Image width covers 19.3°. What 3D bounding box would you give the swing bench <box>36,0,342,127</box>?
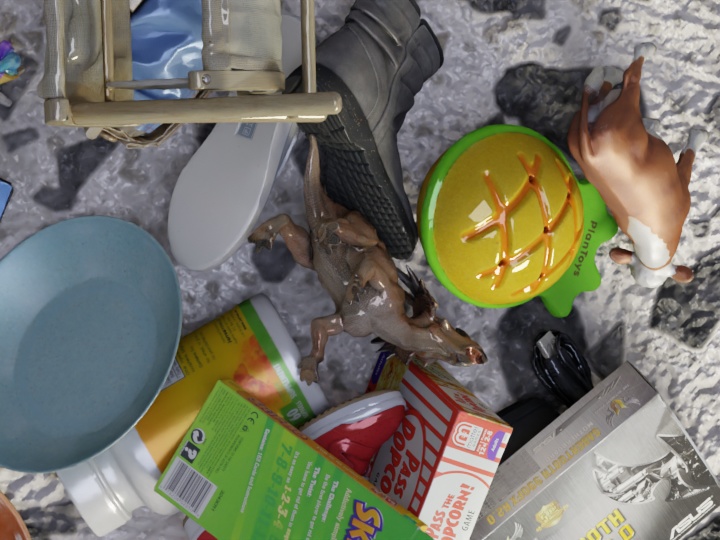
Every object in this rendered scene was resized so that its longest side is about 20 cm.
[{"bbox_3d":[-0.118,-0.198,1.414,0.198,0.130,0.201,-1,91,-6],"label":"swing bench"}]

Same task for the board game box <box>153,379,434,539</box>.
[{"bbox_3d":[-0.044,0.171,1.486,0.199,0.030,0.096,35,101,19],"label":"board game box"}]

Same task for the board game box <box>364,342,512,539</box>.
[{"bbox_3d":[0.037,0.152,1.568,0.046,0.200,0.153,19,96,-18],"label":"board game box"}]

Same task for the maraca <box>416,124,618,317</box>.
[{"bbox_3d":[0.121,-0.035,1.598,0.199,0.107,0.138,18,94,-40],"label":"maraca"}]

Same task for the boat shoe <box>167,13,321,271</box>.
[{"bbox_3d":[-0.081,-0.092,1.577,0.071,0.068,0.202,17,89,22],"label":"boat shoe"}]

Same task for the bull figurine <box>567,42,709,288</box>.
[{"bbox_3d":[0.213,-0.076,1.599,0.200,0.065,0.122,53,47,-50],"label":"bull figurine"}]

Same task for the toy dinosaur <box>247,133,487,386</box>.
[{"bbox_3d":[0.000,0.000,1.558,0.086,0.135,0.201,-28,84,33],"label":"toy dinosaur"}]

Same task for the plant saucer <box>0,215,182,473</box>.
[{"bbox_3d":[-0.208,0.058,1.550,0.201,0.201,0.039,-46,145,1],"label":"plant saucer"}]

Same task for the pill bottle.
[{"bbox_3d":[-0.129,0.113,1.581,0.199,0.111,0.112,-31,103,-3],"label":"pill bottle"}]

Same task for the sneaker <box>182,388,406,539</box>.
[{"bbox_3d":[-0.029,0.179,1.550,0.200,0.071,0.113,-37,65,17],"label":"sneaker"}]

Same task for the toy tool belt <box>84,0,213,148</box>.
[{"bbox_3d":[-0.139,-0.181,1.523,0.125,0.123,0.201,36,92,-13],"label":"toy tool belt"}]

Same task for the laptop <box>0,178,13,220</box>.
[{"bbox_3d":[-0.376,0.006,1.523,0.186,0.201,0.116,23,136,-12],"label":"laptop"}]

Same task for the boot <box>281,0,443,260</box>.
[{"bbox_3d":[0.025,-0.114,1.583,0.132,0.069,0.201,-53,141,-29],"label":"boot"}]

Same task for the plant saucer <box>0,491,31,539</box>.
[{"bbox_3d":[-0.336,0.240,1.578,0.199,0.032,0.202,3,84,-32],"label":"plant saucer"}]

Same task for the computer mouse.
[{"bbox_3d":[0.112,0.151,1.656,0.199,0.053,0.139,-32,104,-3],"label":"computer mouse"}]

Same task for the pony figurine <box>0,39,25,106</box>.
[{"bbox_3d":[-0.341,-0.154,1.486,0.199,0.166,0.194,-35,130,-22],"label":"pony figurine"}]

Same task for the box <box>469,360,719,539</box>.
[{"bbox_3d":[0.172,0.186,1.638,0.200,0.048,0.159,-39,133,-1],"label":"box"}]
